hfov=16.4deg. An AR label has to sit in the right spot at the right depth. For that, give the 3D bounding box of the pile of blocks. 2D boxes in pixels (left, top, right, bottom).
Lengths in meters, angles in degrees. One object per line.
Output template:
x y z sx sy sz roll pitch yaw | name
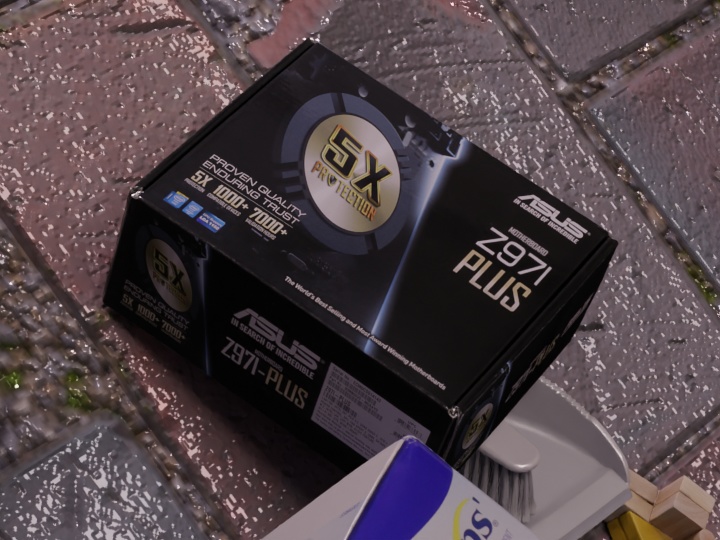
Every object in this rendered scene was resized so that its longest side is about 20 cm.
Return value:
0.183 0.194 1.327 0.082 0.062 0.201 -16 74 -39 | pile of blocks

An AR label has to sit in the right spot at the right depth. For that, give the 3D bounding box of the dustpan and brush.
0.036 0.067 1.299 0.200 0.057 0.139 38 45 25 | dustpan and brush

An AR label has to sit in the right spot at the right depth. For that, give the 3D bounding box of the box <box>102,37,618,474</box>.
0.000 0.000 1.260 0.199 0.086 0.164 34 47 13 | box

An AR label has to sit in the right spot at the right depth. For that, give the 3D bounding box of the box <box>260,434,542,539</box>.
0.032 0.199 1.141 0.200 0.184 0.105 39 50 -9 | box
